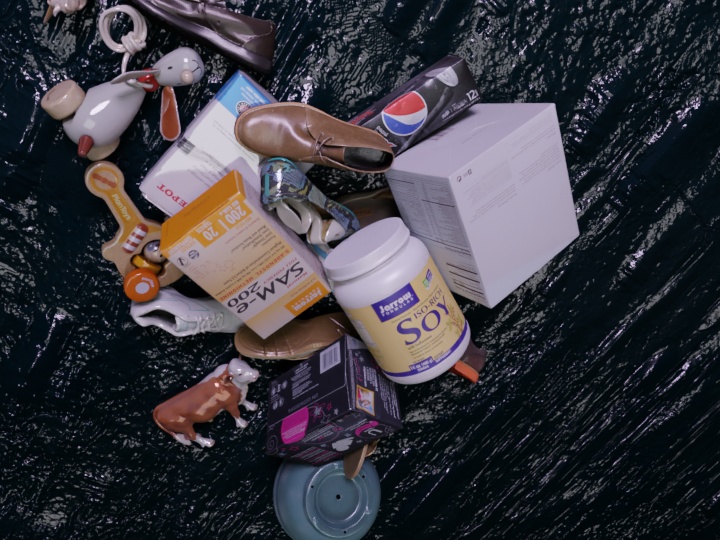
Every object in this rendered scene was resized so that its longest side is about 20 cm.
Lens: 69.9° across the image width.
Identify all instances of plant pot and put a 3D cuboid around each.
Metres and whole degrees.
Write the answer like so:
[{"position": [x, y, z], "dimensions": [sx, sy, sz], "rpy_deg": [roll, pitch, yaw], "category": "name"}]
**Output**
[{"position": [-0.049, 0.397, 0.913], "dimensions": [0.200, 0.134, 0.201], "rpy_deg": [4, 72, -13], "category": "plant pot"}]

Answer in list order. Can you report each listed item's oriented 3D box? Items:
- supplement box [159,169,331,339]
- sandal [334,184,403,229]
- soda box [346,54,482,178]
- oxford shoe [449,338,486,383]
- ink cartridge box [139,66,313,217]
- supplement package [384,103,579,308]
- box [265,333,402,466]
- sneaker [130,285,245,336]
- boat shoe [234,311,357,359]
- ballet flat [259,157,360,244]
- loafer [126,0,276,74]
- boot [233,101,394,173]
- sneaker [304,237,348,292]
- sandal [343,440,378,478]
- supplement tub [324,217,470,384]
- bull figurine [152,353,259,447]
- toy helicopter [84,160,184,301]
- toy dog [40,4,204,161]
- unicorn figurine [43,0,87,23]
[{"position": [-0.147, -0.015, 0.687], "dimensions": [0.126, 0.074, 0.200], "rpy_deg": [-36, 128, 7], "category": "supplement box"}, {"position": [0.050, -0.097, 0.781], "dimensions": [0.199, 0.054, 0.081], "rpy_deg": [-16, 119, -3], "category": "sandal"}, {"position": [0.061, -0.214, 0.714], "dimensions": [0.200, 0.071, 0.063], "rpy_deg": [-32, 117, 7], "category": "soda box"}, {"position": [0.144, 0.119, 0.915], "dimensions": [0.200, 0.071, 0.073], "rpy_deg": [39, 76, -22], "category": "oxford shoe"}, {"position": [-0.173, -0.145, 0.697], "dimensions": [0.200, 0.084, 0.145], "rpy_deg": [-43, 118, 11], "category": "ink cartridge box"}, {"position": [0.171, -0.097, 0.719], "dimensions": [0.191, 0.147, 0.200], "rpy_deg": [-35, 121, -19], "category": "supplement package"}, {"position": [-0.046, 0.213, 0.826], "dimensions": [0.115, 0.132, 0.200], "rpy_deg": [30, 129, -35], "category": "box"}, {"position": [-0.252, 0.074, 0.798], "dimensions": [0.200, 0.080, 0.071], "rpy_deg": [9, 113, -20], "category": "sneaker"}, {"position": [-0.105, 0.117, 0.844], "dimensions": [0.199, 0.074, 0.069], "rpy_deg": [-3, 150, -17], "category": "boat shoe"}, {"position": [-0.067, -0.072, 0.691], "dimensions": [0.074, 0.074, 0.200], "rpy_deg": [-43, 142, 12], "category": "ballet flat"}, {"position": [-0.192, -0.313, 0.625], "dimensions": [0.200, 0.073, 0.072], "rpy_deg": [22, 97, -22], "category": "loafer"}, {"position": [-0.052, -0.158, 0.630], "dimensions": [0.199, 0.075, 0.074], "rpy_deg": [5, 113, -18], "category": "boot"}, {"position": [0.000, 0.000, 0.811], "dimensions": [0.199, 0.077, 0.081], "rpy_deg": [21, 110, -22], "category": "sneaker"}, {"position": [0.024, 0.248, 0.886], "dimensions": [0.069, 0.212, 0.078], "rpy_deg": [17, 155, -24], "category": "sandal"}, {"position": [0.052, 0.042, 0.726], "dimensions": [0.145, 0.145, 0.200], "rpy_deg": [-30, 109, 5], "category": "supplement tub"}, {"position": [-0.249, 0.226, 0.883], "dimensions": [0.200, 0.065, 0.122], "rpy_deg": [-26, 115, 4], "category": "bull figurine"}, {"position": [-0.303, -0.064, 0.717], "dimensions": [0.132, 0.079, 0.200], "rpy_deg": [-30, 127, -14], "category": "toy helicopter"}, {"position": [-0.287, -0.200, 0.627], "dimensions": [0.200, 0.096, 0.132], "rpy_deg": [-40, 141, 18], "category": "toy dog"}, {"position": [-0.307, -0.374, 0.559], "dimensions": [0.200, 0.074, 0.138], "rpy_deg": [-27, 129, -3], "category": "unicorn figurine"}]
